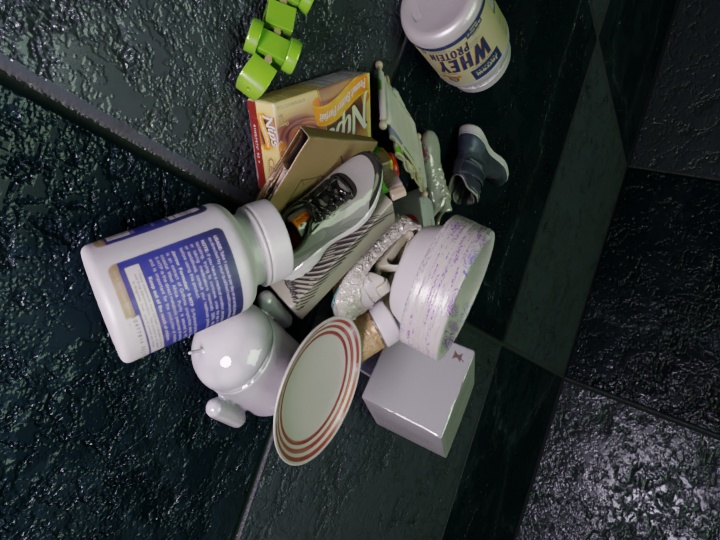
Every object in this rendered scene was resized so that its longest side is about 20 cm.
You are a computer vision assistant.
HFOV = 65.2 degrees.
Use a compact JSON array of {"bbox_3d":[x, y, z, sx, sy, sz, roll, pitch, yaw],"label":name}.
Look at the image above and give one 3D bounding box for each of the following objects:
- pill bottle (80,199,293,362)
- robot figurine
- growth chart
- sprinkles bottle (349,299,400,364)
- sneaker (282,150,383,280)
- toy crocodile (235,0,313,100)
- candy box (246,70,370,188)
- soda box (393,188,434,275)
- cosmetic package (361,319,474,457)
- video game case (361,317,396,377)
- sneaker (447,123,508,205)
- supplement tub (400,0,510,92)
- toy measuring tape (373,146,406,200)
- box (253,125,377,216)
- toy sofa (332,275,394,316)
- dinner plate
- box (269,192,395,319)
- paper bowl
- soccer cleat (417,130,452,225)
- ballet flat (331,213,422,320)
[{"bbox_3d":[-0.174,0.000,0.591,0.195,0.119,0.124,-23,124,-27],"label":"pill bottle"},{"bbox_3d":[-0.143,0.115,0.735,0.201,0.109,0.175,51,54,-51],"label":"robot figurine"},{"bbox_3d":[0.072,-0.224,0.933,0.200,0.017,0.150,46,38,-51],"label":"growth chart"},{"bbox_3d":[-0.033,0.125,0.861,0.196,0.069,0.069,-32,136,-2],"label":"sprinkles bottle"},{"bbox_3d":[-0.046,-0.071,0.709,0.200,0.074,0.079,-46,162,-1],"label":"sneaker"},{"bbox_3d":[-0.098,-0.304,0.677,0.065,0.061,0.208,18,82,-21],"label":"toy crocodile"},{"bbox_3d":[-0.061,-0.195,0.775,0.198,0.054,0.119,-35,133,-43],"label":"candy box"},{"bbox_3d":[0.097,-0.034,0.993,0.063,0.066,0.208,30,51,-55],"label":"soda box"},{"bbox_3d":[0.120,0.231,1.087,0.171,0.162,0.202,-61,158,-20],"label":"cosmetic package"},{"bbox_3d":[0.038,0.096,1.075,0.182,0.022,0.206,40,70,-54],"label":"video game case"},{"bbox_3d":[0.252,-0.193,1.209,0.200,0.075,0.152,32,66,-46],"label":"sneaker"},{"bbox_3d":[0.167,-0.404,0.947,0.198,0.141,0.150,19,89,-56],"label":"supplement tub"},{"bbox_3d":[0.035,-0.133,0.850,0.071,0.202,0.076,-7,123,-12],"label":"toy measuring tape"},{"bbox_3d":[-0.065,-0.110,0.740,0.165,0.021,0.199,-53,165,23],"label":"box"},{"bbox_3d":[0.000,0.000,0.924,0.096,0.081,0.207,-27,125,-43],"label":"toy sofa"},{"bbox_3d":[-0.058,0.159,0.760,0.199,0.024,0.208,-33,131,-49],"label":"dinner plate"},{"bbox_3d":[-0.044,-0.037,0.784,0.201,0.082,0.069,-47,162,-8],"label":"box"},{"bbox_3d":[0.114,0.018,0.829,0.202,0.102,0.205,-52,156,-35],"label":"paper bowl"},{"bbox_3d":[0.142,-0.157,1.066,0.069,0.084,0.208,-19,119,-50],"label":"soccer cleat"},{"bbox_3d":[0.031,-0.004,0.843,0.202,0.070,0.073,-55,142,-21],"label":"ballet flat"}]
